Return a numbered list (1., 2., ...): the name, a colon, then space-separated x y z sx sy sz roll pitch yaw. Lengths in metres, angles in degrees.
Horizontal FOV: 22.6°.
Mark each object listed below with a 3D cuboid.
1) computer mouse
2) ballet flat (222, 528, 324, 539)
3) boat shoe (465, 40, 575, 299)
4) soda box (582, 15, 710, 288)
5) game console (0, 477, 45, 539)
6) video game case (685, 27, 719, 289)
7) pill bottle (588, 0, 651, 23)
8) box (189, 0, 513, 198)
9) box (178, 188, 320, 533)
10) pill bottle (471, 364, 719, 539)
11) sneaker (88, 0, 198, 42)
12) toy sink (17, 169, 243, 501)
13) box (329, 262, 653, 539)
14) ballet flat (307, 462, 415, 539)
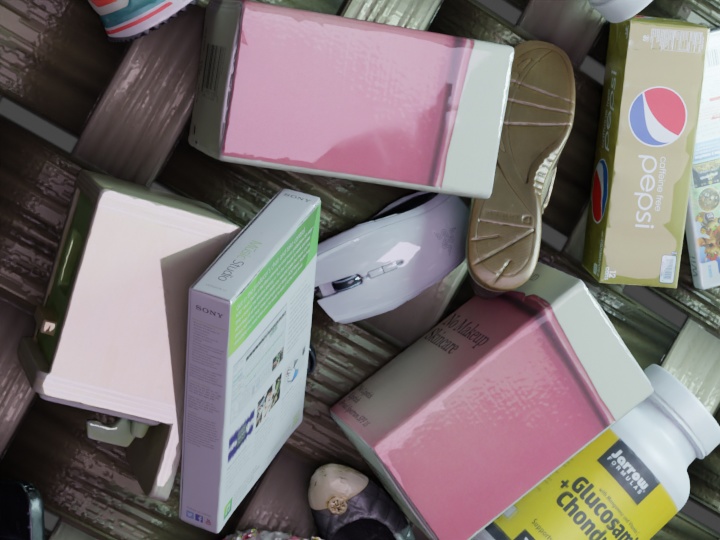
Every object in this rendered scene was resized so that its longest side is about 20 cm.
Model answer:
1. computer mouse: 0.000 0.000 1.356 0.199 0.044 0.110 -27 104 -10
2. ballet flat: -0.020 0.249 1.344 0.199 0.064 0.076 19 108 6
3. boat shoe: 0.115 -0.074 1.366 0.072 0.072 0.201 10 74 -3
4. soda box: 0.217 -0.092 1.380 0.064 0.068 0.202 5 101 -6
5. game console: -0.309 0.249 1.263 0.116 0.175 0.202 -3 91 -43
6. video game case: 0.319 -0.098 1.443 0.142 0.018 0.201 -13 102 -14
7. pill bottle: 0.140 -0.276 1.318 0.200 0.109 0.109 39 87 -18
8. box: -0.010 -0.123 1.282 0.199 0.128 0.110 7 97 -17
9. box: -0.077 0.062 1.255 0.036 0.144 0.201 18 126 15
10. pill bottle: 0.182 0.169 1.398 0.200 0.112 0.112 -43 107 -5
11. sneaker: -0.117 -0.250 1.270 0.199 0.070 0.094 -36 112 -5
12. toy sink: -0.172 0.042 1.272 0.111 0.130 0.201 15 96 -17
13. box: 0.095 0.098 1.354 0.200 0.128 0.109 -38 106 -8
14. ballet flat: 0.017 0.236 1.386 0.066 0.057 0.201 -22 105 16
